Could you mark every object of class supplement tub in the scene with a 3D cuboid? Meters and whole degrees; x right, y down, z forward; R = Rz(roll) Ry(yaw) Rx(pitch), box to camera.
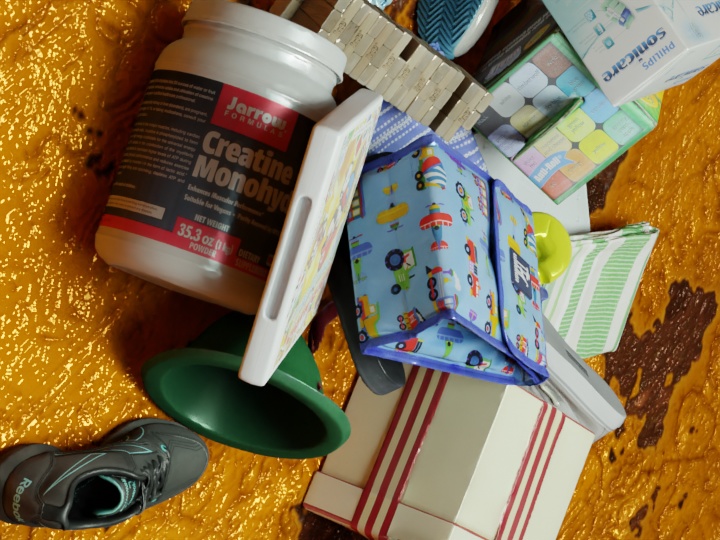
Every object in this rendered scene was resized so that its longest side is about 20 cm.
[{"bbox_3d":[-0.099,-0.081,1.277,0.140,0.140,0.201,24,83,-49],"label":"supplement tub"}]

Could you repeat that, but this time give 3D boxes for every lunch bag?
[{"bbox_3d":[0.085,0.004,1.386,0.199,0.094,0.152,22,55,-49],"label":"lunch bag"}]

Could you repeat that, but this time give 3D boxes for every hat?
[{"bbox_3d":[-0.068,0.036,1.371,0.165,0.200,0.177,25,63,-12],"label":"hat"}]

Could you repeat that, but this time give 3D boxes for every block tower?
[{"bbox_3d":[0.020,-0.169,1.385,0.200,0.058,0.054,29,103,-42],"label":"block tower"}]

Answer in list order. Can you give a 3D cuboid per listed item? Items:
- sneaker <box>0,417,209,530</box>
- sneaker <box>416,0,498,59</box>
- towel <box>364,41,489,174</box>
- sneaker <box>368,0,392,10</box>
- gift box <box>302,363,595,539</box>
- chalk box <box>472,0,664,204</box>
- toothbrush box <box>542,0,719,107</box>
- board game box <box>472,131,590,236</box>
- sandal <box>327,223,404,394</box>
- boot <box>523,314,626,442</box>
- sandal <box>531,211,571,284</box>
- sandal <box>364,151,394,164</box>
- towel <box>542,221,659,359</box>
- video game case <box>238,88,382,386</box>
[{"bbox_3d":[-0.179,0.161,1.305,0.199,0.079,0.076,-9,108,-48],"label":"sneaker"},{"bbox_3d":[0.114,-0.270,1.514,0.081,0.076,0.201,29,81,-50],"label":"sneaker"},{"bbox_3d":[0.044,-0.080,1.503,0.145,0.024,0.201,-37,127,-16],"label":"towel"},{"bbox_3d":[0.021,-0.250,1.407,0.074,0.082,0.201,39,73,-46],"label":"sneaker"},{"bbox_3d":[0.082,0.186,1.524,0.184,0.199,0.188,30,80,-43],"label":"gift box"},{"bbox_3d":[0.176,-0.154,1.497,0.124,0.124,0.200,41,37,-15],"label":"chalk box"},{"bbox_3d":[0.212,-0.246,1.439,0.146,0.085,0.201,-21,77,-54],"label":"toothbrush box"},{"bbox_3d":[0.143,-0.055,1.647,0.199,0.026,0.201,-31,123,-39],"label":"board game box"},{"bbox_3d":[0.000,0.000,1.403,0.076,0.043,0.201,22,44,-65],"label":"sandal"},{"bbox_3d":[0.153,0.100,1.633,0.095,0.074,0.200,-38,112,15],"label":"boot"},{"bbox_3d":[0.088,0.020,1.530,0.199,0.087,0.080,-23,86,-12],"label":"sandal"},{"bbox_3d":[0.058,-0.006,1.453,0.076,0.043,0.201,-40,100,-10],"label":"sandal"},{"bbox_3d":[0.219,0.029,1.729,0.199,0.023,0.153,-12,125,-52],"label":"towel"},{"bbox_3d":[-0.032,-0.029,1.252,0.200,0.023,0.183,-57,165,-75],"label":"video game case"}]
